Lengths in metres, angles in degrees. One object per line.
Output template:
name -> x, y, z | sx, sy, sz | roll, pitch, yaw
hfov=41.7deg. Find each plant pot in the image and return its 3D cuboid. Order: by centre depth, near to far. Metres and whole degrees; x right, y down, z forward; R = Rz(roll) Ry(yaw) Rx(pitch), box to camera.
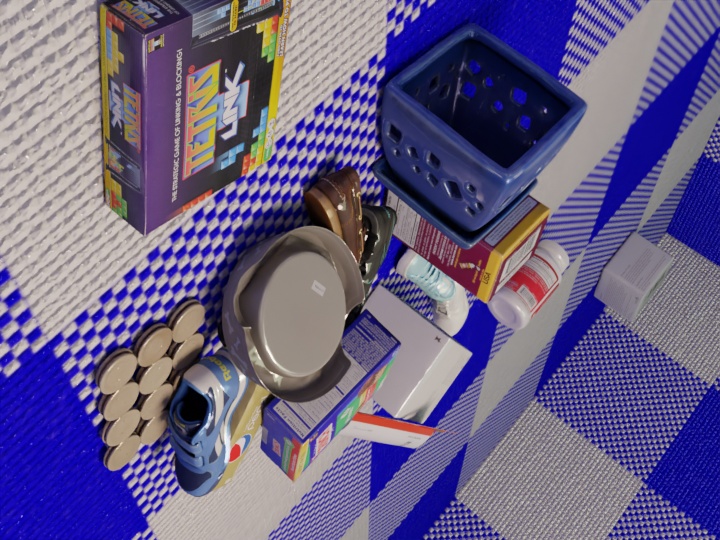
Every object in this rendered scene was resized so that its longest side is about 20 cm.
plant pot -> 0.139, -0.160, 1.205 | 0.199, 0.199, 0.181 | -40, 161, -34

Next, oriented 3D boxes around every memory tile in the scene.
memory tile -> -0.234, 0.130, 1.067 | 0.153, 0.017, 0.202 | -39, 153, -37

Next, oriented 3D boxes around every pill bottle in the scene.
pill bottle -> 0.381, 0.027, 2.127 | 0.200, 0.112, 0.113 | -45, 158, -24

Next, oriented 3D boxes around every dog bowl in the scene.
dog bowl -> -0.079, 0.049, 1.106 | 0.198, 0.058, 0.205 | -6, 98, -49

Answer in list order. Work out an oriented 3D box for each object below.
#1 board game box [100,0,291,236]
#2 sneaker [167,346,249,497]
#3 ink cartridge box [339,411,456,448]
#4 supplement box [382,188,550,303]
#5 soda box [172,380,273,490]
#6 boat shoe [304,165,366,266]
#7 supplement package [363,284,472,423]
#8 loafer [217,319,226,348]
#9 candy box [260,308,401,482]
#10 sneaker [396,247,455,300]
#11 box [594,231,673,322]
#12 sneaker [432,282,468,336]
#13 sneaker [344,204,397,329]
board game box -> -0.137, -0.151, 0.797 | 0.165, 0.056, 0.202 | -40, 154, -38
sneaker -> -0.195, 0.187, 1.120 | 0.082, 0.073, 0.203 | -24, 135, -55
ink cartridge box -> 0.040, 0.265, 1.562 | 0.160, 0.199, 0.058 | 16, 85, -26
supplement box -> 0.143, -0.073, 1.327 | 0.131, 0.199, 0.104 | -39, 156, -33
soda box -> -0.168, 0.185, 1.222 | 0.064, 0.067, 0.202 | -13, 134, -59
boat shoe -> -0.021, -0.048, 1.186 | 0.070, 0.070, 0.201 | -41, 155, -22
supplement package -> 0.069, 0.142, 1.560 | 0.153, 0.150, 0.200 | -54, 160, 1
loafer -> -0.103, 0.067, 1.187 | 0.199, 0.069, 0.070 | -15, 169, -47
candy box -> -0.044, 0.173, 1.293 | 0.200, 0.077, 0.170 | -43, 166, -24
sneaker -> 0.121, 0.004, 1.563 | 0.075, 0.081, 0.200 | -56, 159, 2
box -> 0.944, 0.024, 3.277 | 0.199, 0.170, 0.201 | -46, 158, -22
sneaker -> 0.155, 0.042, 1.713 | 0.088, 0.074, 0.203 | -35, 142, -49
sneaker -> 0.000, 0.000, 1.303 | 0.079, 0.075, 0.202 | -24, 144, -57
